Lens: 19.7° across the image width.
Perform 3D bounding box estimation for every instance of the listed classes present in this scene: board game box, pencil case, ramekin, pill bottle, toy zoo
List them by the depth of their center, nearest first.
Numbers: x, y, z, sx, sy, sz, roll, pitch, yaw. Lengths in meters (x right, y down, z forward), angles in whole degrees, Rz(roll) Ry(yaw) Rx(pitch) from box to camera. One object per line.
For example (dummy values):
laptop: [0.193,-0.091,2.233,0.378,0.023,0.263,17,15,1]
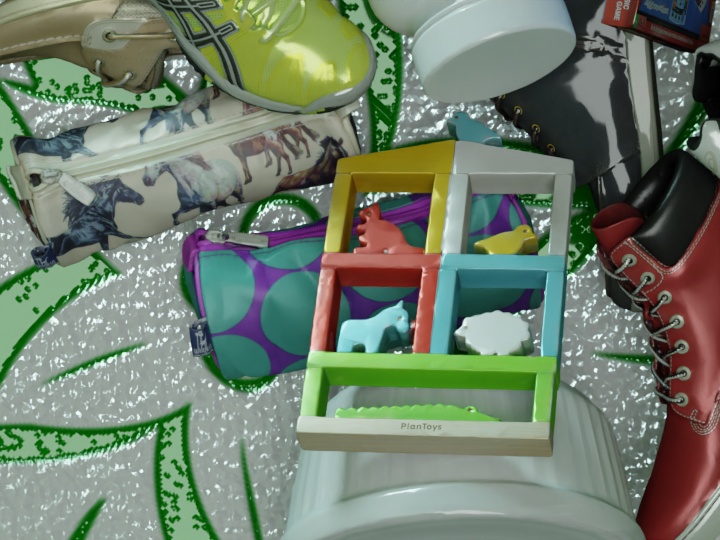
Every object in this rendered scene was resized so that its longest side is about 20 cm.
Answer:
toy zoo: [0.043,0.003,1.082,0.130,0.021,0.202,0,57,11]
board game box: [0.166,-0.172,1.091,0.019,0.200,0.104,10,96,19]
pill bottle: [0.044,-0.197,1.099,0.111,0.113,0.202,-17,73,1]
ramekin: [0.053,0.126,1.124,0.200,0.203,0.095,-1,61,0]
pencil case: [-0.095,-0.064,1.153,0.198,0.089,0.079,-17,93,1]
pencil case: [0.000,0.000,1.160,0.198,0.085,0.093,-13,126,0]

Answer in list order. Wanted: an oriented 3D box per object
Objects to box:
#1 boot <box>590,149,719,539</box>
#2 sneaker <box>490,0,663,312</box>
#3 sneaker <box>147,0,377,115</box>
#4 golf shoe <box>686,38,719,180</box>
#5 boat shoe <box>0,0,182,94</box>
boot: [0.162,0.044,1.112,0.143,0.072,0.202,24,89,-23]
sneaker: [0.116,-0.075,1.169,0.105,0.075,0.202,-4,94,11]
sneaker: [-0.077,-0.153,1.087,0.199,0.076,0.076,35,74,0]
golf shoe: [0.229,-0.119,1.112,0.094,0.078,0.201,24,52,-7]
boat shoe: [-0.128,-0.132,1.157,0.198,0.072,0.066,-12,94,-5]
